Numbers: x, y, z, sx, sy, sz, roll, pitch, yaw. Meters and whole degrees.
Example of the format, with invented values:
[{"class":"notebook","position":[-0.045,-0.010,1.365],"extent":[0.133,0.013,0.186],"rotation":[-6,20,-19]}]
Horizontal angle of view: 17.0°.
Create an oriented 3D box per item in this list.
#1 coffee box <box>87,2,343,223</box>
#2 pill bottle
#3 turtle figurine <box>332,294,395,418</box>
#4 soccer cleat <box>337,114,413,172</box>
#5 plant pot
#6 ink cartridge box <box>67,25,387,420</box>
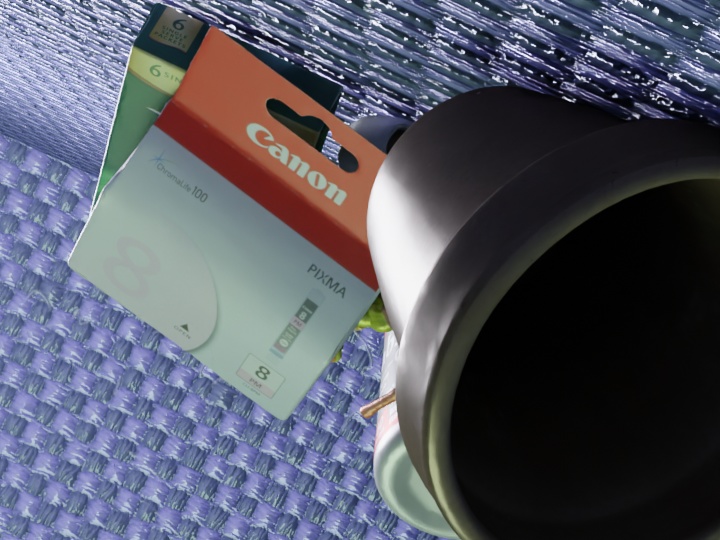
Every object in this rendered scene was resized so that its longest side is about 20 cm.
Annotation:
[{"class":"coffee box","position":[-0.092,-0.056,1.418],"extent":[0.122,0.044,0.201],"rotation":[26,140,2]},{"class":"pill bottle","position":[0.070,0.058,1.506],"extent":[0.115,0.201,0.116],"rotation":[3,134,3]},{"class":"turtle figurine","position":[0.000,0.000,1.479],"extent":[0.064,0.162,0.199],"rotation":[47,161,-29]},{"class":"soccer cleat","position":[0.076,-0.027,1.393],"extent":[0.199,0.070,0.078],"rotation":[29,172,-16]},{"class":"plant pot","position":[0.085,0.008,1.040],"extent":[0.199,0.201,0.175],"rotation":[27,-168,-34]},{"class":"ink cartridge box","position":[-0.065,-0.020,1.357],"extent":[0.162,0.057,0.200],"rotation":[36,144,1]}]
